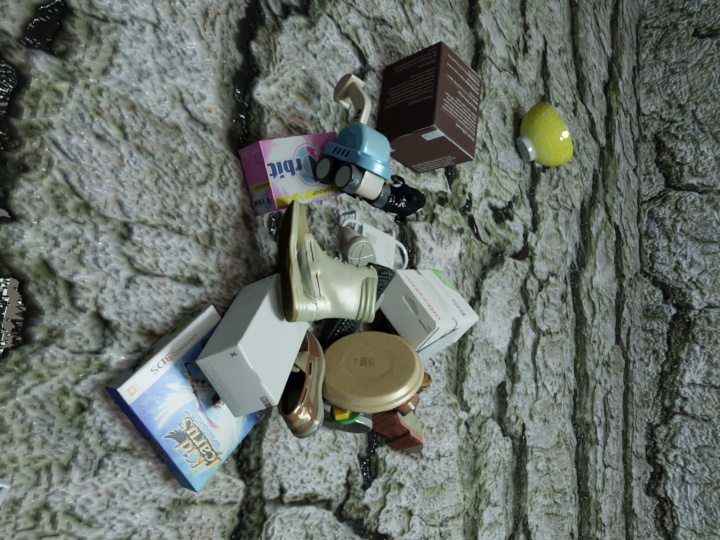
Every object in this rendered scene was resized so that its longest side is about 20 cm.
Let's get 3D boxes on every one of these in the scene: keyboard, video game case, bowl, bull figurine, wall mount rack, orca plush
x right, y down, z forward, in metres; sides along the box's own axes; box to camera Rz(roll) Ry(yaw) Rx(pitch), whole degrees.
[{"bbox_3d":[0.115,0.167,1.034,0.198,0.057,0.011,-25,64,-33],"label":"keyboard"},{"bbox_3d":[-0.241,0.186,0.801,0.181,0.045,0.202,-47,119,-38],"label":"video game case"},{"bbox_3d":[-0.023,0.070,0.973,0.126,0.021,0.202,13,117,-46],"label":"keyboard"},{"bbox_3d":[0.539,-0.392,1.633,0.106,0.201,0.202,-30,114,2],"label":"bowl"},{"bbox_3d":[0.133,0.143,1.174,0.198,0.065,0.122,22,28,-35],"label":"bull figurine"},{"bbox_3d":[0.007,-0.016,1.072,0.198,0.074,0.177,23,67,-42],"label":"wall mount rack"},{"bbox_3d":[0.089,-0.168,1.171,0.198,0.070,0.107,23,69,-43],"label":"orca plush"}]

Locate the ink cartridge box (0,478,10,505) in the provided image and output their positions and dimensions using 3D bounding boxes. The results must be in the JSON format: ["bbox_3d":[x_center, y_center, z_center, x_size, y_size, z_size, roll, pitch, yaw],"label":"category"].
[{"bbox_3d":[-0.496,0.279,0.522,0.198,0.043,0.203,40,60,-37],"label":"ink cartridge box"}]

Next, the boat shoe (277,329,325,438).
[{"bbox_3d":[-0.101,0.165,0.870,0.072,0.075,0.202,53,16,-42],"label":"boat shoe"}]

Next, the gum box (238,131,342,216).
[{"bbox_3d":[-0.109,-0.177,0.963,0.198,0.065,0.116,-23,102,-46],"label":"gum box"}]

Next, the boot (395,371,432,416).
[{"bbox_3d":[0.067,0.202,1.116,0.156,0.076,0.200,51,22,5],"label":"boot"}]

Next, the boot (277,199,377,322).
[{"bbox_3d":[-0.052,-0.013,0.873,0.152,0.072,0.204,4,65,-24],"label":"boot"}]

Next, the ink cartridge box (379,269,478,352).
[{"bbox_3d":[0.137,0.077,1.108,0.146,0.084,0.199,53,27,22],"label":"ink cartridge box"}]

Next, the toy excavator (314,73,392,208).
[{"bbox_3d":[-0.004,-0.236,0.952,0.099,0.193,0.203,19,98,-42],"label":"toy excavator"}]

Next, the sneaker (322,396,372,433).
[{"bbox_3d":[-0.062,0.220,0.984,0.198,0.074,0.108,30,45,-32],"label":"sneaker"}]

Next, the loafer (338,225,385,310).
[{"bbox_3d":[0.000,0.000,0.992,0.071,0.063,0.202,-27,140,-14],"label":"loafer"}]

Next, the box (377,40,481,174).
[{"bbox_3d":[0.152,-0.351,1.188,0.163,0.164,0.204,21,71,-44],"label":"box"}]

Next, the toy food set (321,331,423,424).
[{"bbox_3d":[0.011,0.174,0.929,0.194,0.201,0.049,-8,123,-8],"label":"toy food set"}]

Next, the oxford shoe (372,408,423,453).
[{"bbox_3d":[0.061,0.295,1.113,0.201,0.070,0.075,52,25,-28],"label":"oxford shoe"}]

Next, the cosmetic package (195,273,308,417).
[{"bbox_3d":[-0.155,0.107,0.818,0.114,0.080,0.201,63,21,-21],"label":"cosmetic package"}]
